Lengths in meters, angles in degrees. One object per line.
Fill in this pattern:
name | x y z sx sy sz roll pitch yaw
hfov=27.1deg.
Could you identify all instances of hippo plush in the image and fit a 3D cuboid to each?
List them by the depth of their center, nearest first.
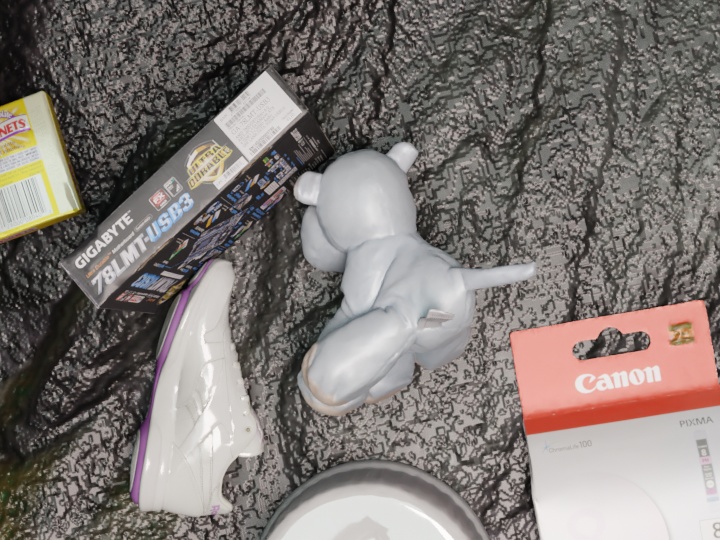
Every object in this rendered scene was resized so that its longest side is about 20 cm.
hippo plush | 0.000 0.000 1.102 0.158 0.200 0.162 -26 76 -20

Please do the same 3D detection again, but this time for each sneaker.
sneaker | -0.116 0.093 1.163 0.098 0.075 0.203 13 91 -10

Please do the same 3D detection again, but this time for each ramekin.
ramekin | 0.008 0.247 1.122 0.197 0.098 0.204 0 87 4

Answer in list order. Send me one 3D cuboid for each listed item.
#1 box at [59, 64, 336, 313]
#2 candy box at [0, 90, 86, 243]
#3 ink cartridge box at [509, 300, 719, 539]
box | -0.112 -0.051 1.098 0.198 0.200 0.050 -41 85 1
candy box | -0.328 -0.061 1.200 0.198 0.026 0.103 -19 82 2
ink cartridge box | 0.206 0.136 1.141 0.160 0.057 0.203 -9 90 4
